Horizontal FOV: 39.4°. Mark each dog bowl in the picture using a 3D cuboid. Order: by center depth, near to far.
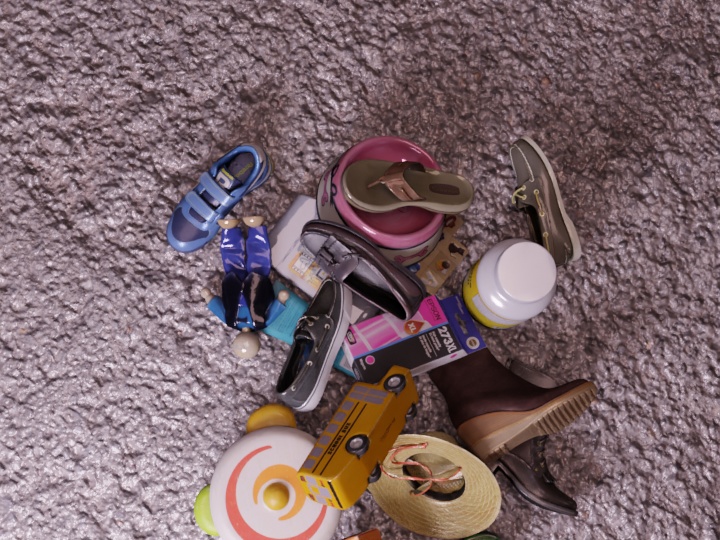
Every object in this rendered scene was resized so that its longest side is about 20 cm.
[{"bbox_3d":[0.039,-0.107,1.458,0.198,0.074,0.202,6,67,-13],"label":"dog bowl"}]

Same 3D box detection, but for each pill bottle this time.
[{"bbox_3d":[0.211,0.018,1.410,0.111,0.200,0.113,1,80,-4],"label":"pill bottle"}]

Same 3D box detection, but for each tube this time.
[{"bbox_3d":[-0.059,0.096,1.460,0.199,0.050,0.078,30,75,7],"label":"tube"}]

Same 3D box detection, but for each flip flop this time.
[{"bbox_3d":[0.069,-0.121,1.399,0.198,0.058,0.082,6,66,-13],"label":"flip flop"}]

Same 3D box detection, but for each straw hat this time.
[{"bbox_3d":[0.107,0.276,1.414,0.199,0.202,0.085,22,36,0],"label":"straw hat"}]

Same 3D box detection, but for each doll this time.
[{"bbox_3d":[-0.169,0.026,1.447,0.135,0.048,0.202,-4,90,14],"label":"doll"}]

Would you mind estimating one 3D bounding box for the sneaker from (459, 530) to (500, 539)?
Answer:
[{"bbox_3d":[0.111,0.425,1.391,0.199,0.085,0.078,-32,83,-5],"label":"sneaker"}]

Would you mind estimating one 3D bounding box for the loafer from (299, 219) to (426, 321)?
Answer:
[{"bbox_3d":[0.000,0.000,1.397,0.199,0.072,0.063,31,42,-4],"label":"loafer"}]

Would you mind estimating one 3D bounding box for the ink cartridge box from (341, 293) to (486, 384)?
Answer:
[{"bbox_3d":[0.076,0.098,1.431,0.198,0.037,0.095,-19,65,-18],"label":"ink cartridge box"}]

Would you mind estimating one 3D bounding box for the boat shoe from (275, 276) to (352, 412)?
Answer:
[{"bbox_3d":[-0.065,0.094,1.394,0.056,0.068,0.202,33,64,-40],"label":"boat shoe"}]

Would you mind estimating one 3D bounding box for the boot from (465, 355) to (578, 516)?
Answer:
[{"bbox_3d":[0.260,0.236,1.440,0.199,0.069,0.175,33,80,8],"label":"boot"}]

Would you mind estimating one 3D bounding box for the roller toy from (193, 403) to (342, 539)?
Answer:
[{"bbox_3d":[-0.112,0.303,1.370,0.182,0.140,0.201,35,79,2],"label":"roller toy"}]

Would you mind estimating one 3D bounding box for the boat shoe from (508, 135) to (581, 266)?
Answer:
[{"bbox_3d":[0.263,-0.101,1.500,0.060,0.072,0.203,-21,86,-12],"label":"boat shoe"}]

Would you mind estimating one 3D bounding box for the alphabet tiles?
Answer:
[{"bbox_3d":[0.058,-0.059,1.488,0.200,0.006,0.167,40,63,3],"label":"alphabet tiles"}]

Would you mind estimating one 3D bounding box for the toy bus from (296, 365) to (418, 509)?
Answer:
[{"bbox_3d":[0.003,0.214,1.318,0.078,0.065,0.201,6,45,33],"label":"toy bus"}]

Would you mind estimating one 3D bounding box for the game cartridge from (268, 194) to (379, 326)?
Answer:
[{"bbox_3d":[-0.041,-0.016,1.484,0.199,0.042,0.134,36,84,3],"label":"game cartridge"}]

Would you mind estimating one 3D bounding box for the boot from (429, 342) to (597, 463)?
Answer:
[{"bbox_3d":[0.210,0.160,1.410,0.199,0.073,0.167,-28,51,-1],"label":"boot"}]

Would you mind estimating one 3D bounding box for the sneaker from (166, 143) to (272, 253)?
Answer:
[{"bbox_3d":[-0.211,-0.112,1.465,0.074,0.082,0.200,40,82,2],"label":"sneaker"}]

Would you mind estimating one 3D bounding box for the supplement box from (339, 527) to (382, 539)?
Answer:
[{"bbox_3d":[0.015,0.456,1.348,0.066,0.069,0.202,-25,77,24],"label":"supplement box"}]
